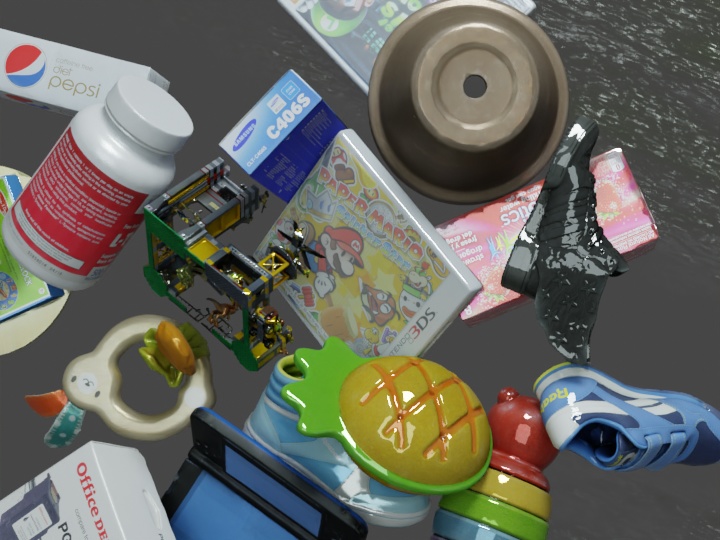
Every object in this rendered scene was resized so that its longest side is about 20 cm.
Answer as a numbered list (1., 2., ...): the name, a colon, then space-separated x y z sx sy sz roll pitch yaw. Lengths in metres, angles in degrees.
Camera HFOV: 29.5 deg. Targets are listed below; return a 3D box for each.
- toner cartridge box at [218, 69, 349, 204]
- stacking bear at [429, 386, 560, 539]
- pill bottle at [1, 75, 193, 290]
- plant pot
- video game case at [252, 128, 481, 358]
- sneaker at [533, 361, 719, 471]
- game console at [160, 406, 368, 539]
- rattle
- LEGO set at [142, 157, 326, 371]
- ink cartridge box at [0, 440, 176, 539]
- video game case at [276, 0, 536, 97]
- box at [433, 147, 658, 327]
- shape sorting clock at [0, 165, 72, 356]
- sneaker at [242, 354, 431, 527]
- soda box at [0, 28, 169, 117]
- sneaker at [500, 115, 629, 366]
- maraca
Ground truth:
1. toner cartridge box: -0.061 -0.118 1.287 0.043 0.200 0.095 43 92 12
2. stacking bear: 0.129 0.212 1.271 0.121 0.114 0.201 21 80 -1
3. pill bottle: -0.250 -0.086 1.318 0.112 0.112 0.200 46 114 11
4. plant pot: 0.103 -0.163 1.262 0.199 0.175 0.202 0 91 1
5. video game case: 0.000 0.000 1.296 0.200 0.023 0.182 51 128 17
6. sneaker: 0.250 0.150 1.241 0.199 0.083 0.074 15 130 -13
7. game console: -0.107 0.250 1.299 0.199 0.171 0.119 33 67 11
8. rattle: -0.247 0.117 1.329 0.199 0.143 0.131 -10 101 2
9. LEGO set: -0.116 -0.012 1.324 0.200 0.154 0.116 32 55 32
10. ink cartridge box: -0.285 0.276 1.310 0.199 0.084 0.145 -34 64 15
11. video game case: 0.044 -0.268 1.375 0.182 0.023 0.200 -44 79 3
12. box: 0.171 -0.028 1.290 0.199 0.100 0.096 -23 81 6
13. shape sorting clock: -0.390 -0.010 1.411 0.199 0.039 0.201 -1 84 5
14. sneaker: -0.011 0.151 1.290 0.199 0.080 0.131 25 119 10
15. soda box: -0.303 -0.194 1.401 0.199 0.068 0.064 15 87 11
16. sneaker: 0.195 -0.026 1.208 0.104 0.060 0.201 25 95 11
17. maraca: 0.026 0.129 1.222 0.199 0.137 0.107 23 132 -5
